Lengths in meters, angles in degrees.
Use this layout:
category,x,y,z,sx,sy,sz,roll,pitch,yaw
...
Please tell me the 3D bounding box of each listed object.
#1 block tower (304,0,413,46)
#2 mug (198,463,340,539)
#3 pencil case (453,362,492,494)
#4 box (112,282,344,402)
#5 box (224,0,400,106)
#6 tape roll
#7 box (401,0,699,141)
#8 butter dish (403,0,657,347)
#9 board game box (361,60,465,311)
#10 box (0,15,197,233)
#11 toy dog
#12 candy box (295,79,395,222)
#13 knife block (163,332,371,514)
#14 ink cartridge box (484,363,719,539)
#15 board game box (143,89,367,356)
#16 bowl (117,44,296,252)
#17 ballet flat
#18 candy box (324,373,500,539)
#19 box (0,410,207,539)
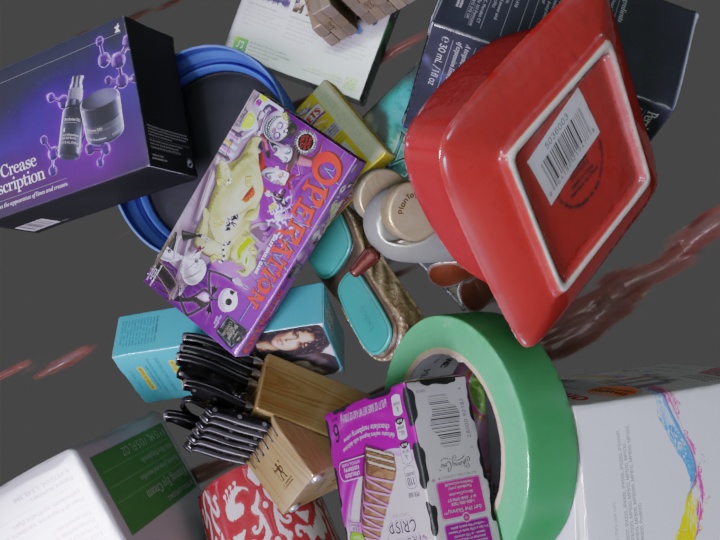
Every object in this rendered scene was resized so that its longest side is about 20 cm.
category,x,y,z,sx,sy,sz,roll,pitch,yaw
block tower,0.040,-0.270,0.808,0.200,0.054,0.058,-25,66,22
mug,-0.075,0.290,0.837,0.178,0.133,0.200,-54,48,40
pencil case,0.105,0.145,0.852,0.087,0.087,0.200,-1,92,7
box,-0.120,0.070,0.876,0.200,0.082,0.049,-10,49,9
box,-0.030,-0.275,0.894,0.144,0.036,0.200,21,94,6
tape roll,0.087,0.133,0.747,0.048,0.200,0.201,-3,90,-29
box,0.153,-0.168,0.793,0.200,0.148,0.107,20,65,2
butter dish,0.105,-0.083,0.689,0.148,0.200,0.200,18,56,45
board game box,0.077,-0.079,0.884,0.135,0.028,0.200,-44,85,4
box,-0.263,-0.130,0.870,0.200,0.079,0.141,-15,79,23
toy dog,0.070,-0.007,0.805,0.200,0.132,0.096,31,92,1
candy box,-0.068,-0.071,0.872,0.200,0.026,0.102,-45,62,16
knife block,-0.071,0.119,0.843,0.176,0.200,0.064,52,129,22
ink cartridge box,0.223,0.161,0.773,0.200,0.145,0.145,-5,91,-21
board game box,-0.095,-0.041,0.810,0.120,0.032,0.200,35,101,17
bowl,-0.143,-0.108,0.877,0.200,0.039,0.201,-3,83,26
ballet flat,0.000,0.000,0.872,0.071,0.065,0.200,-45,58,33
candy box,0.042,0.193,0.722,0.061,0.136,0.200,-3,73,-30
box,-0.255,0.257,0.841,0.200,0.199,0.171,-29,87,7
